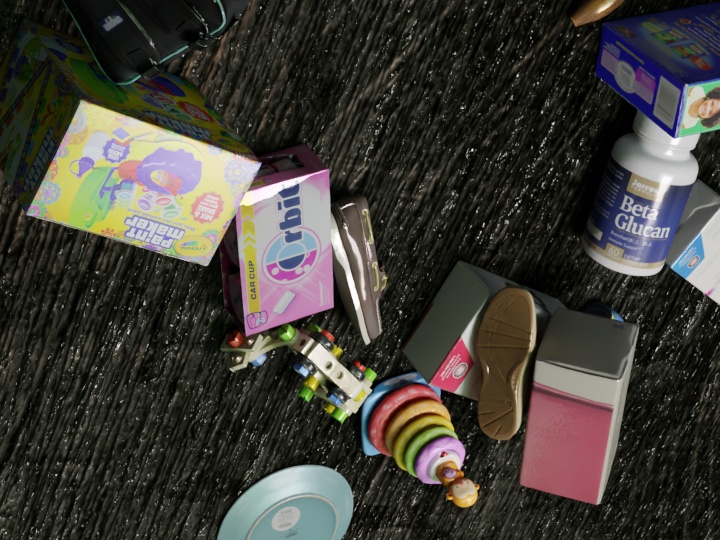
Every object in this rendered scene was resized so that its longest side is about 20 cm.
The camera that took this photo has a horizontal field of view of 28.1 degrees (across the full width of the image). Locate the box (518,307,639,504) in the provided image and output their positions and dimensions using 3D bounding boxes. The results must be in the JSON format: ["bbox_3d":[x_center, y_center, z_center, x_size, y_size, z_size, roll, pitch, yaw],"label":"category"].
[{"bbox_3d":[0.272,0.169,1.798,0.128,0.108,0.201,-56,154,-54],"label":"box"}]

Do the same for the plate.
[{"bbox_3d":[-0.095,0.343,1.898,0.199,0.026,0.201,-16,128,-21],"label":"plate"}]

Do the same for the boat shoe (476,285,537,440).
[{"bbox_3d":[0.184,0.107,1.773,0.064,0.071,0.201,-31,133,-57],"label":"boat shoe"}]

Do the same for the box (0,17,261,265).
[{"bbox_3d":[-0.236,-0.122,1.382,0.199,0.193,0.122,17,111,-38],"label":"box"}]

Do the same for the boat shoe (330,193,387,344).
[{"bbox_3d":[0.000,0.000,1.692,0.059,0.072,0.201,-24,124,-11],"label":"boat shoe"}]

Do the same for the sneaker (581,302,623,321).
[{"bbox_3d":[0.283,0.133,1.958,0.200,0.066,0.078,-44,136,2],"label":"sneaker"}]

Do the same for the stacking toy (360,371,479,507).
[{"bbox_3d":[0.089,0.229,1.812,0.115,0.200,0.110,-15,127,-21],"label":"stacking toy"}]

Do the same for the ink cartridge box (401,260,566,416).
[{"bbox_3d":[0.176,0.091,1.850,0.199,0.083,0.146,20,108,-39],"label":"ink cartridge box"}]

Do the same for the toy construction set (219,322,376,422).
[{"bbox_3d":[-0.063,0.110,1.700,0.199,0.131,0.093,28,87,-35],"label":"toy construction set"}]

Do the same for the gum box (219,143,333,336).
[{"bbox_3d":[-0.096,-0.038,1.608,0.113,0.066,0.201,-18,128,-22],"label":"gum box"}]

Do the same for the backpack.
[{"bbox_3d":[-0.199,-0.296,1.291,0.175,0.154,0.200,-20,119,40],"label":"backpack"}]

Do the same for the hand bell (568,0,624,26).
[{"bbox_3d":[0.330,-0.343,1.661,0.199,0.104,0.104,-34,133,9],"label":"hand bell"}]

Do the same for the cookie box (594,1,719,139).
[{"bbox_3d":[0.410,-0.242,1.708,0.199,0.171,0.076,-13,129,-23],"label":"cookie box"}]

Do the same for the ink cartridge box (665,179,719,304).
[{"bbox_3d":[0.495,-0.026,1.975,0.200,0.067,0.116,31,103,-41],"label":"ink cartridge box"}]

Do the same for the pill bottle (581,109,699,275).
[{"bbox_3d":[0.358,-0.104,1.809,0.110,0.111,0.201,-2,121,-30],"label":"pill bottle"}]
